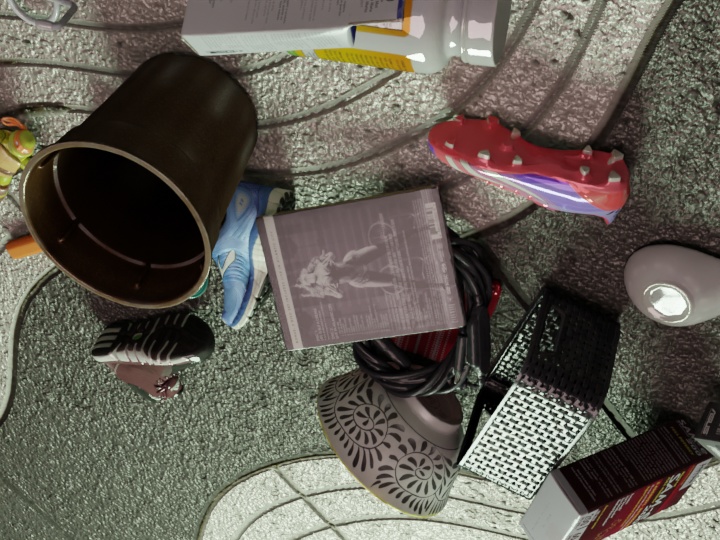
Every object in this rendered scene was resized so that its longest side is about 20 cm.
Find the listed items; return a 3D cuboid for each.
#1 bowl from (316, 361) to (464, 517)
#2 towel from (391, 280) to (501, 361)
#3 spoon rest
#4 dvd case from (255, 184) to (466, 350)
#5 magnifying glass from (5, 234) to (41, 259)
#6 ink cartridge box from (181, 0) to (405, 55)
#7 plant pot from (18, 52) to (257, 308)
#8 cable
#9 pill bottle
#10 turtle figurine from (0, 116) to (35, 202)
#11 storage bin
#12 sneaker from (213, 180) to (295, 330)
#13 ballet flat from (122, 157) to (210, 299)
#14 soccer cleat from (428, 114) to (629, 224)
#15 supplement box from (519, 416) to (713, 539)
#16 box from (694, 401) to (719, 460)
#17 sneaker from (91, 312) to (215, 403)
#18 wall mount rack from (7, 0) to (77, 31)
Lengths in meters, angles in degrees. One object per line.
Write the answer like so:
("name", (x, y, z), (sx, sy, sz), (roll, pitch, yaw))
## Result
("bowl", (0.055, 0.171, 1.362), (0.200, 0.201, 0.094), (37, 115, -13))
("towel", (0.049, 0.034, 1.338), (0.198, 0.023, 0.145), (19, 135, 6))
("spoon rest", (0.358, 0.027, 1.186), (0.198, 0.061, 0.100), (17, 135, 27))
("dvd case", (0.000, 0.000, 1.240), (0.198, 0.016, 0.150), (-9, 104, 15))
("magnifying glass", (-0.351, -0.044, 1.438), (0.198, 0.022, 0.080), (-12, 125, 32))
("ink cartridge box", (-0.039, -0.276, 0.976), (0.198, 0.202, 0.041), (2, 163, 24))
("plant pot", (-0.204, -0.104, 1.194), (0.198, 0.199, 0.201), (12, 135, 13))
("cable", (0.060, 0.038, 1.279), (0.162, 0.051, 0.202), (2, 110, 23))
("pill bottle", (0.027, -0.232, 1.039), (0.198, 0.112, 0.112), (11, 134, 14))
("turtle figurine", (-0.414, -0.133, 1.352), (0.200, 0.065, 0.161), (40, 142, -26))
("storage bin", (0.191, 0.135, 1.288), (0.093, 0.136, 0.201), (25, 136, -1))
("sneaker", (-0.133, -0.021, 1.337), (0.088, 0.079, 0.201), (24, 128, 11))
("ballet flat", (-0.230, -0.061, 1.342), (0.068, 0.068, 0.201), (-31, 111, -8))
("soccer cleat", (0.159, -0.093, 1.147), (0.198, 0.067, 0.077), (13, 139, 8))
("supplement box", (0.282, 0.241, 1.313), (0.061, 0.199, 0.109), (55, 146, 30))
("box", (0.469, 0.213, 1.241), (0.200, 0.049, 0.158), (38, 161, -25))
("sneaker", (-0.239, 0.118, 1.512), (0.199, 0.076, 0.116), (-1, 136, 38))
("wall mount rack", (-0.362, -0.316, 1.154), (0.172, 0.075, 0.201), (17, 134, 8))
